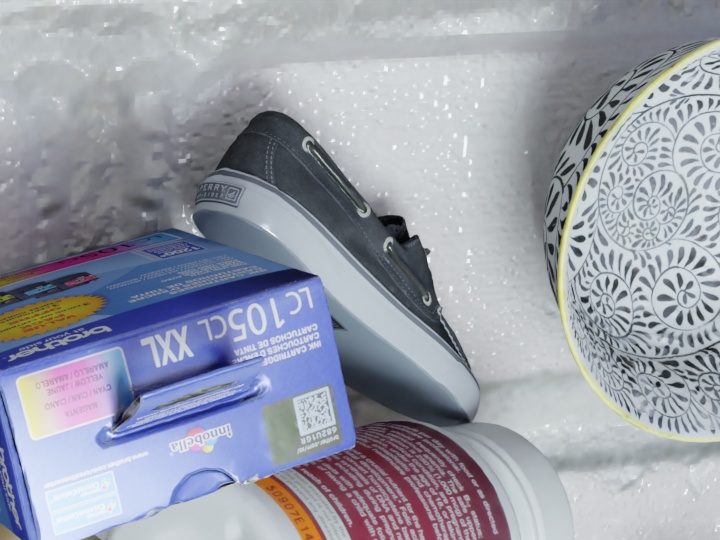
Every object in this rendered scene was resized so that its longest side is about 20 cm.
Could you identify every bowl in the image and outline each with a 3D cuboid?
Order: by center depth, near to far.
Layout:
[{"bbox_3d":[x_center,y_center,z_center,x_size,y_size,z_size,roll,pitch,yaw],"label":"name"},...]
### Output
[{"bbox_3d":[0.157,-0.029,1.101,0.201,0.094,0.201,-10,114,-23],"label":"bowl"}]

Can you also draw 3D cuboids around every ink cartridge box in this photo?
[{"bbox_3d":[-0.093,0.044,0.930,0.136,0.200,0.076,-17,105,-22],"label":"ink cartridge box"}]

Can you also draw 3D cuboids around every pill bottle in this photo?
[{"bbox_3d":[-0.003,0.125,1.002,0.200,0.114,0.114,-8,115,-50],"label":"pill bottle"}]

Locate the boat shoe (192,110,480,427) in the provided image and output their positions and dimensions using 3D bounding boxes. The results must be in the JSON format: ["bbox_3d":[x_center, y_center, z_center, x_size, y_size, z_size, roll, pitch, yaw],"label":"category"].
[{"bbox_3d":[0.000,0.000,1.051,0.200,0.070,0.066,43,63,-38],"label":"boat shoe"}]

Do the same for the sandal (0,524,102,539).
[{"bbox_3d":[-0.150,0.127,0.996,0.212,0.078,0.070,-12,78,-24],"label":"sandal"}]
